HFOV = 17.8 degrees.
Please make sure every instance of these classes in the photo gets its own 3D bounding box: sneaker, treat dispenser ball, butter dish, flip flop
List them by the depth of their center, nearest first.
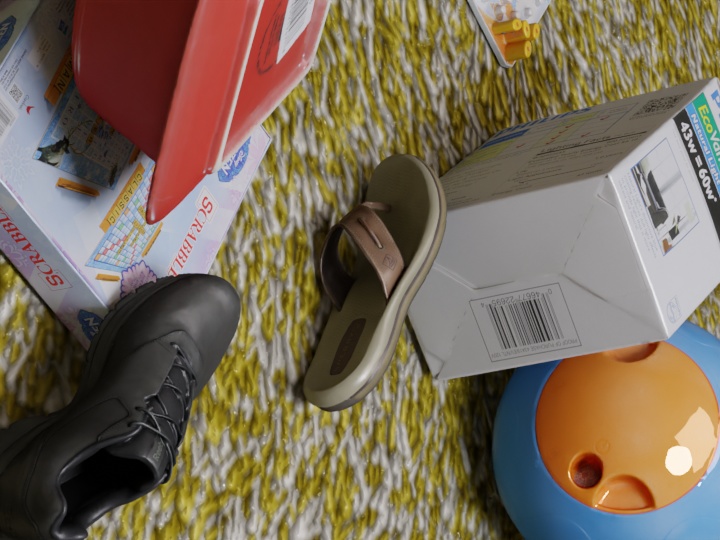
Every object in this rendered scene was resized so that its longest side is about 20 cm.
[{"bbox_3d":[-0.124,0.082,1.259,0.200,0.091,0.076,-51,126,-25],"label":"sneaker"},{"bbox_3d":[-0.102,-0.164,1.278,0.200,0.147,0.200,-51,164,-47],"label":"butter dish"},{"bbox_3d":[0.000,0.000,1.519,0.058,0.081,0.200,38,57,-26],"label":"flip flop"},{"bbox_3d":[0.194,0.128,1.648,0.201,0.200,0.202,17,69,-52],"label":"treat dispenser ball"}]

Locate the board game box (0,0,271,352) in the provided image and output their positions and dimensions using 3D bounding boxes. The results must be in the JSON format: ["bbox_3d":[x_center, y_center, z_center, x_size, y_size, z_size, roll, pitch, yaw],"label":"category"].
[{"bbox_3d":[-0.149,-0.075,1.340,0.200,0.041,0.200,54,42,-33],"label":"board game box"}]

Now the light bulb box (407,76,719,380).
[{"bbox_3d":[0.153,-0.031,1.624,0.200,0.198,0.125,-38,111,-51],"label":"light bulb box"}]

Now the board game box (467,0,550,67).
[{"bbox_3d":[0.114,-0.293,1.780,0.200,0.026,0.200,60,40,-28],"label":"board game box"}]
